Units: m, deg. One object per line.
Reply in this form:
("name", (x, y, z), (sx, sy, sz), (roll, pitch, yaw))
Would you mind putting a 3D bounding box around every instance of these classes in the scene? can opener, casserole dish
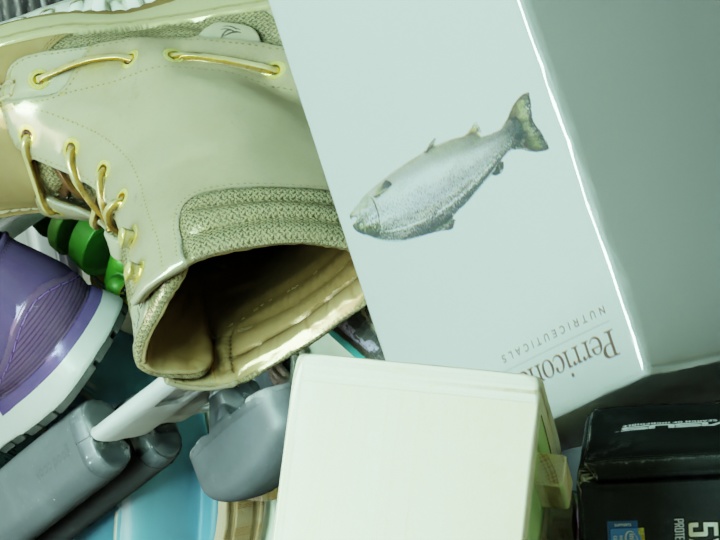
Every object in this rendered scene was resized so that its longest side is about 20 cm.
("can opener", (-0.092, 0.084, 1.104), (0.200, 0.053, 0.067), (-38, 68, 41))
("casserole dish", (-0.134, 0.081, 1.219), (0.200, 0.039, 0.121), (19, 111, 49))

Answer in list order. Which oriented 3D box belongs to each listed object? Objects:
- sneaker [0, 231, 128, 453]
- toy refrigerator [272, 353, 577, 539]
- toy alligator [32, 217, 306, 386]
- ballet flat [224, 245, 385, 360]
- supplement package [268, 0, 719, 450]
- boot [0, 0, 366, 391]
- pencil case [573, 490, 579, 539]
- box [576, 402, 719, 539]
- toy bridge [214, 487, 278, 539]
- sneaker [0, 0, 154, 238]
("sneaker", (-0.179, 0.040, 1.152), (0.088, 0.076, 0.200), (37, 135, -14))
("toy refrigerator", (0.025, 0.083, 0.776), (0.070, 0.200, 0.076), (5, 76, 9))
("toy alligator", (-0.095, -0.011, 1.139), (0.200, 0.054, 0.059), (45, 130, 36))
("ballet flat", (0.000, 0.000, 1.027), (0.200, 0.072, 0.072), (30, 119, 44))
("supplement package", (0.064, -0.051, 0.884), (0.117, 0.117, 0.200), (-31, 73, 49))
("boot", (-0.090, -0.022, 1.002), (0.156, 0.200, 0.073), (-97, -10, -45))
("pencil case", (0.074, 0.115, 0.912), (0.200, 0.087, 0.088), (14, 108, 38))
("box", (0.147, 0.139, 0.777), (0.163, 0.086, 0.200), (-2, 97, 7))
("toy bridge", (-0.038, 0.174, 1.126), (0.067, 0.027, 0.200), (-2, 96, 53))
("sneaker", (-0.123, -0.071, 1.092), (0.200, 0.085, 0.073), (-35, 56, 21))
